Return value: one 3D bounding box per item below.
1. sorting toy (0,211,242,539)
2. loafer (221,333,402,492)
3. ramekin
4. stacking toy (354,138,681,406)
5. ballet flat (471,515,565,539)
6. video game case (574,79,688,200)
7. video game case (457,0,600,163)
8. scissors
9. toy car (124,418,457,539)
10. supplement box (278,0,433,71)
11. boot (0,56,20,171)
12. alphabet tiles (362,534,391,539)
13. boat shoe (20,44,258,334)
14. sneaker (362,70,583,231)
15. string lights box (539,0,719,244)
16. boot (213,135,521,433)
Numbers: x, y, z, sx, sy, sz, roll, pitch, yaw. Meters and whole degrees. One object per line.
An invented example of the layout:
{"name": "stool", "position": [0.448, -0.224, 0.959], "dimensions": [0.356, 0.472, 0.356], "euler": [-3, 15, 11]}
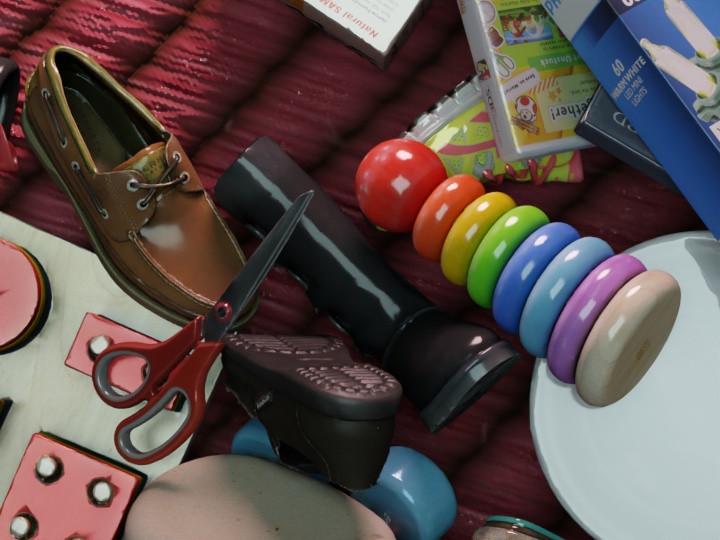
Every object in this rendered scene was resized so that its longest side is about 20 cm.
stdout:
{"name": "sorting toy", "position": [-0.201, 0.080, 1.642], "dimensions": [0.198, 0.070, 0.200], "euler": [24, 88, 4]}
{"name": "loafer", "position": [-0.035, 0.079, 1.556], "dimensions": [0.073, 0.200, 0.072], "euler": [1, 99, -17]}
{"name": "ramekin", "position": [0.200, 0.079, 1.611], "dimensions": [0.202, 0.094, 0.203], "euler": [0, 86, 3]}
{"name": "stacking toy", "position": [0.078, -0.007, 1.551], "dimensions": [0.200, 0.085, 0.085], "euler": [33, 88, 22]}
{"name": "ballet flat", "position": [0.137, 0.201, 1.585], "dimensions": [0.200, 0.068, 0.067], "euler": [23, 71, -28]}
{"name": "video game case", "position": [0.226, -0.122, 1.605], "dimensions": [0.143, 0.019, 0.200], "euler": [30, 63, -2]}
{"name": "video game case", "position": [0.140, -0.166, 1.611], "dimensions": [0.200, 0.023, 0.182], "euler": [-12, 85, -35]}
{"name": "scissors", "position": [-0.079, 0.037, 1.556], "dimensions": [0.200, 0.014, 0.073], "euler": [-38, 75, 27]}
{"name": "toy car", "position": [-0.045, 0.218, 1.601], "dimensions": [0.177, 0.184, 0.200], "euler": [16, 131, 36]}
{"name": "supplement box", "position": [0.019, -0.238, 1.649], "dimensions": [0.126, 0.074, 0.200], "euler": [35, 88, 3]}
{"name": "boot", "position": [-0.289, -0.054, 1.649], "dimensions": [0.144, 0.072, 0.200], "euler": [25, 85, 10]}
{"name": "alphabet tiles", "position": [-0.020, 0.245, 1.496], "dimensions": [0.015, 0.196, 0.200], "euler": [23, 75, 47]}
{"name": "boat shoe", "position": [-0.132, -0.047, 1.624], "dimensions": [0.072, 0.068, 0.200], "euler": [-37, 75, -29]}
{"name": "sneaker", "position": [0.091, -0.078, 1.636], "dimensions": [0.200, 0.078, 0.090], "euler": [-37, 89, 0]}
{"name": "string lights box", "position": [0.203, -0.108, 1.548], "dimensions": [0.103, 0.059, 0.200], "euler": [-31, 78, -26]}
{"name": "boot", "position": [0.000, 0.000, 1.593], "dimensions": [0.066, 0.165, 0.200], "euler": [-38, 85, -12]}
